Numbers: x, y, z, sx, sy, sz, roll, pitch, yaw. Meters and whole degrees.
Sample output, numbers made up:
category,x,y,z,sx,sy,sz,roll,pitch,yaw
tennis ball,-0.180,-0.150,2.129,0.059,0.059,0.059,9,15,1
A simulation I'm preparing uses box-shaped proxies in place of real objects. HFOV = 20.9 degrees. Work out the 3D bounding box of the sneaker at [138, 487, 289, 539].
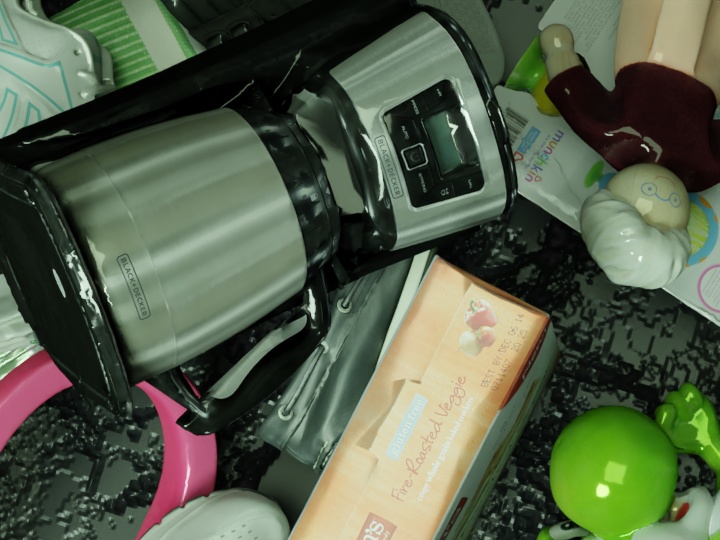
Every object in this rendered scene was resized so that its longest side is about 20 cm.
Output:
category,x,y,z,sx,sy,sz,roll,pitch,yaw
sneaker,-0.093,0.193,0.912,0.074,0.087,0.201,42,76,-29

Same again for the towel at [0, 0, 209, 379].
category,x,y,z,sx,sy,sz,roll,pitch,yaw
towel,-0.152,-0.049,1.004,0.199,0.023,0.153,-31,79,5

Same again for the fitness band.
category,x,y,z,sx,sy,sz,roll,pitch,yaw
fitness band,-0.147,0.126,0.928,0.037,0.143,0.201,23,86,55

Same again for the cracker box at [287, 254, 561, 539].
category,x,y,z,sx,sy,sz,roll,pitch,yaw
cracker box,0.035,0.076,0.869,0.057,0.200,0.135,27,88,10

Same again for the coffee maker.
category,x,y,z,sx,sy,sz,roll,pitch,yaw
coffee maker,-0.059,-0.046,0.842,0.199,0.136,0.192,-25,42,-19

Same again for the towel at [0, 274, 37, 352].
category,x,y,z,sx,sy,sz,roll,pitch,yaw
towel,-0.254,0.010,0.923,0.198,0.031,0.149,-18,45,-19

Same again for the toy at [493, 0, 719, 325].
category,x,y,z,sx,sy,sz,roll,pitch,yaw
toy,0.155,-0.043,0.941,0.199,0.047,0.116,35,75,0

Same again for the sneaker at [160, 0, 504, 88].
category,x,y,z,sx,sy,sz,roll,pitch,yaw
sneaker,-0.023,-0.133,0.967,0.200,0.071,0.099,39,129,5

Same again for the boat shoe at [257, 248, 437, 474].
category,x,y,z,sx,sy,sz,roll,pitch,yaw
boat shoe,0.000,0.000,0.948,0.066,0.075,0.201,17,91,3

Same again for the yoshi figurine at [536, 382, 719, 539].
category,x,y,z,sx,sy,sz,roll,pitch,yaw
yoshi figurine,0.171,0.098,0.900,0.198,0.112,0.113,-13,70,8

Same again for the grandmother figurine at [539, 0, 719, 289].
category,x,y,z,sx,sy,sz,roll,pitch,yaw
grandmother figurine,0.138,-0.083,0.894,0.120,0.061,0.202,13,65,3

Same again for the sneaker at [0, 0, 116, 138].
category,x,y,z,sx,sy,sz,roll,pitch,yaw
sneaker,-0.151,-0.074,0.961,0.080,0.070,0.201,-35,77,1
